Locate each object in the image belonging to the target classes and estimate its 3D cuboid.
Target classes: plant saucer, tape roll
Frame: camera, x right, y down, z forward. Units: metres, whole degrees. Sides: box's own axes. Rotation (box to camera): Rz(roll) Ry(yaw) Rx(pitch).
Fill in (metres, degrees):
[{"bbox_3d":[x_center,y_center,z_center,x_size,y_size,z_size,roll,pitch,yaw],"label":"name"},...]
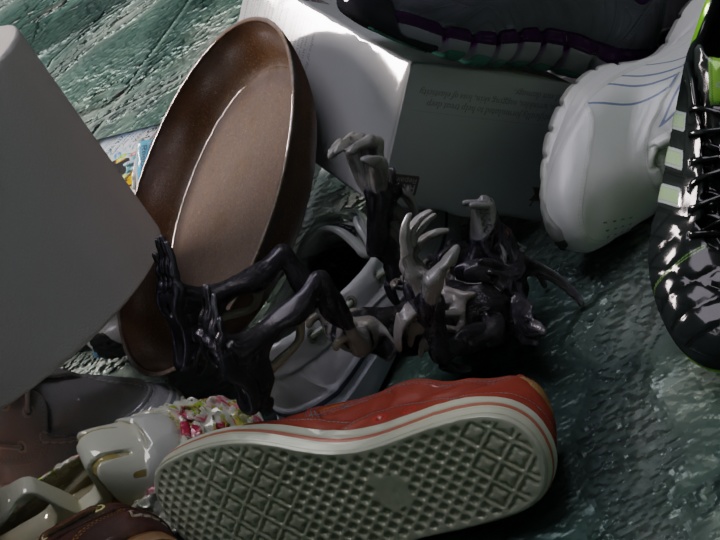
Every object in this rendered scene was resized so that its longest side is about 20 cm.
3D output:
[{"bbox_3d":[-0.075,-0.037,1.003,0.200,0.032,0.202,-39,42,46],"label":"plant saucer"},{"bbox_3d":[-0.226,-0.017,0.997,0.202,0.140,0.203,-29,22,13],"label":"tape roll"}]

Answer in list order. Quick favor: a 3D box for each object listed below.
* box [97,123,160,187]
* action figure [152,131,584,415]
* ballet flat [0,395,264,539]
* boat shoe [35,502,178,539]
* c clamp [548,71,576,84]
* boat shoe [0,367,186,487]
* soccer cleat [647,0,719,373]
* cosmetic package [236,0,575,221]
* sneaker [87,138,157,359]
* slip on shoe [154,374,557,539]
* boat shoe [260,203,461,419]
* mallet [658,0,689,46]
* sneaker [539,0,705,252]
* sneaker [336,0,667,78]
[{"bbox_3d":[-0.184,-0.022,1.220,0.136,0.040,0.201,-10,34,34],"label":"box"},{"bbox_3d":[0.012,-0.001,0.862,0.198,0.103,0.119,-13,28,-24],"label":"action figure"},{"bbox_3d":[-0.138,0.116,0.914,0.199,0.064,0.076,-34,45,-4],"label":"ballet flat"},{"bbox_3d":[-0.165,0.178,0.836,0.199,0.071,0.070,-34,33,-23],"label":"boat shoe"},{"bbox_3d":[0.104,-0.137,1.135,0.170,0.027,0.201,-19,30,23],"label":"c clamp"},{"bbox_3d":[-0.183,0.081,1.013,0.199,0.069,0.072,-9,34,37],"label":"boat shoe"},{"bbox_3d":[0.162,-0.049,0.825,0.067,0.081,0.201,1,54,13],"label":"soccer cleat"},{"bbox_3d":[0.016,-0.098,1.024,0.112,0.082,0.200,3,18,-33],"label":"cosmetic package"},{"bbox_3d":[-0.122,-0.031,1.124,0.074,0.087,0.201,-9,36,33],"label":"sneaker"},{"bbox_3d":[-0.002,0.088,0.827,0.198,0.075,0.061,-14,16,25],"label":"slip on shoe"},{"bbox_3d":[0.000,0.000,0.966,0.073,0.067,0.201,-15,31,28],"label":"boat shoe"},{"bbox_3d":[0.107,-0.152,1.053,0.198,0.041,0.066,14,36,14],"label":"mallet"},{"bbox_3d":[0.167,-0.080,0.930,0.200,0.075,0.087,-43,35,-20],"label":"sneaker"},{"bbox_3d":[0.078,-0.150,0.945,0.199,0.088,0.074,5,18,-36],"label":"sneaker"}]
